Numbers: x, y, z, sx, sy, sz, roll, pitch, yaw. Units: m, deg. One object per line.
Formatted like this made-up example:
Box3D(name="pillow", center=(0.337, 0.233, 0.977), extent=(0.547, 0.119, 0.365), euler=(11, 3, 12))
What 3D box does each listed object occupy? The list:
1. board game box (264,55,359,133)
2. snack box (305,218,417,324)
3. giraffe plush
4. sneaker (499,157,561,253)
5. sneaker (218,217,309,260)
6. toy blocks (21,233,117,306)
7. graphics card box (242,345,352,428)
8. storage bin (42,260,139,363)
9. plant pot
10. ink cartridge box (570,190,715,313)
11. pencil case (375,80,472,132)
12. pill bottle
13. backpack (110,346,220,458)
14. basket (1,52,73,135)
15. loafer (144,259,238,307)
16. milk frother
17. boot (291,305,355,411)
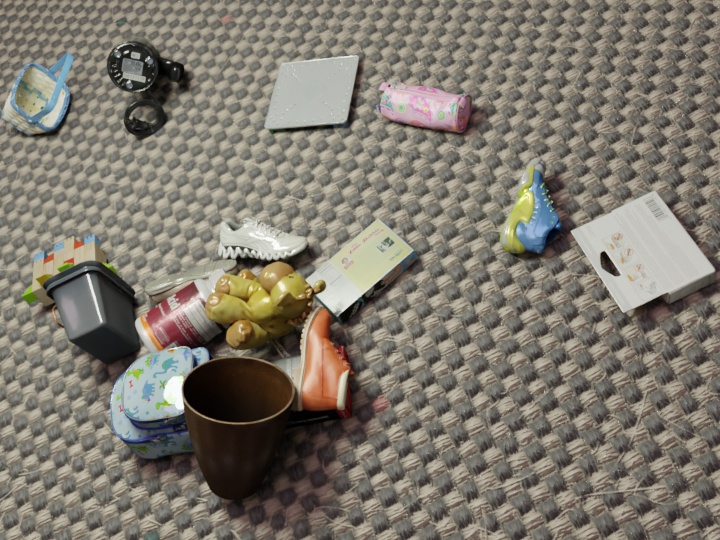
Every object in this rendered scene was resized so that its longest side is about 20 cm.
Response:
Box3D(name="board game box", center=(-0.107, -0.402, 2.025), extent=(0.198, 0.026, 0.201), euler=(-2, 58, 18))
Box3D(name="snack box", center=(0.000, 0.000, 1.719), extent=(0.200, 0.037, 0.116), euler=(-40, 55, -9))
Box3D(name="giraffe plush", center=(-0.158, 0.057, 1.616), extent=(0.162, 0.200, 0.173), euler=(-41, 16, 38))
Box3D(name="sneaker", center=(0.338, -0.114, 1.665), extent=(0.104, 0.076, 0.201), euler=(18, 72, 15))
Box3D(name="sneaker", center=(-0.200, -0.065, 1.792), extent=(0.198, 0.082, 0.075), euler=(2, 16, 18))
Box3D(name="toy blocks", center=(-0.631, -0.013, 1.921), extent=(0.199, 0.100, 0.137), euler=(-24, 42, 3))
Box3D(name="graphics card box", center=(-0.116, 0.218, 1.609), extent=(0.198, 0.051, 0.126), euler=(-12, 55, 9))
Box3D(name="storage bin", center=(-0.528, 0.095, 1.751), extent=(0.145, 0.200, 0.135), euler=(-25, 63, 2))
Box3D(name="plant pot", center=(-0.209, 0.281, 1.499), extent=(0.185, 0.202, 0.187), euler=(4, 28, -2))
Box3D(name="ink cartridge box", center=(0.496, -0.026, 1.562), extent=(0.172, 0.044, 0.201), euler=(-26, 54, 2))
Box3D(name="pencil case", center=(0.135, -0.348, 1.871), extent=(0.199, 0.088, 0.088), euler=(17, 65, 27))
Box3D(name="pill bottle", center=(-0.326, 0.089, 1.726), extent=(0.199, 0.114, 0.114), euler=(-34, 54, -5))
Box3D(name="backpack", center=(-0.359, 0.238, 1.621), extent=(0.198, 0.147, 0.184), euler=(-16, 52, 12))
Box3D(name="basket", center=(-0.790, -0.438, 2.199), extent=(0.199, 0.139, 0.178), euler=(-22, 47, 43))
Box3D(name="loafer", center=(-0.339, 0.031, 1.811), extent=(0.198, 0.063, 0.072), euler=(-15, 21, 5))
Box3D(name="milk frother", center=(-0.537, -0.449, 2.146), extent=(0.201, 0.180, 0.188), euler=(-59, 17, 11))
Box3D(name="boot", center=(-0.058, 0.157, 1.564), extent=(0.106, 0.075, 0.201), euler=(3, 60, 7))
